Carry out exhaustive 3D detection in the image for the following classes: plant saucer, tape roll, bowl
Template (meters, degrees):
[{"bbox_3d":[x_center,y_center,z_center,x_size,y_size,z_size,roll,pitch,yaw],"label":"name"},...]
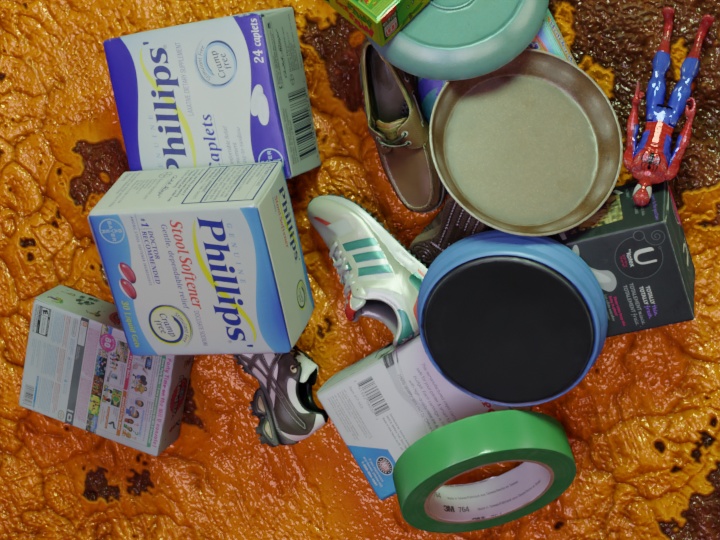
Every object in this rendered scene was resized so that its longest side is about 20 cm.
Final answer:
[{"bbox_3d":[0.165,-0.126,1.400,0.198,0.035,0.203,2,75,-6],"label":"plant saucer"},{"bbox_3d":[0.094,-0.288,1.418,0.198,0.027,0.202,-3,68,7],"label":"plant saucer"},{"bbox_3d":[0.135,0.223,1.522,0.199,0.200,0.049,-31,54,23],"label":"tape roll"},{"bbox_3d":[0.153,0.054,1.424,0.198,0.039,0.202,7,122,11],"label":"bowl"}]

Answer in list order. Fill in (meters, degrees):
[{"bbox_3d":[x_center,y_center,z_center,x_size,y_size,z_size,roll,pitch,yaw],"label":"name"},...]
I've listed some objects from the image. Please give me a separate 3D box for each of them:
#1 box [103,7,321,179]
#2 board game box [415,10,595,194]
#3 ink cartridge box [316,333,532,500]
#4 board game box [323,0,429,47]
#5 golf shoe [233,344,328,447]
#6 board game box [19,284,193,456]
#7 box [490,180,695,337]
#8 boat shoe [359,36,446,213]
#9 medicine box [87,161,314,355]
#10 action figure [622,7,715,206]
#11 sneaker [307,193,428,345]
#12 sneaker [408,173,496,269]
[{"bbox_3d":[-0.165,-0.187,1.555,0.198,0.105,0.186,-6,102,21],"label":"box"},{"bbox_3d":[0.134,-0.189,1.486,0.199,0.045,0.153,-26,95,24],"label":"board game box"},{"bbox_3d":[0.074,0.147,1.574,0.199,0.086,0.147,-30,94,22],"label":"ink cartridge box"},{"bbox_3d":[0.052,-0.331,1.401,0.101,0.048,0.200,40,78,21],"label":"board game box"},{"bbox_3d":[-0.095,0.102,1.620,0.094,0.078,0.202,-19,91,22],"label":"golf shoe"},{"bbox_3d":[-0.313,0.123,1.711,0.198,0.064,0.149,19,111,15],"label":"board game box"},{"bbox_3d":[0.240,-0.004,1.453,0.198,0.106,0.123,-12,117,21],"label":"box"},{"bbox_3d":[0.036,-0.152,1.468,0.071,0.068,0.202,-14,100,24],"label":"boat shoe"},{"bbox_3d":[-0.169,-0.011,1.513,0.198,0.103,0.184,-2,119,19],"label":"medicine box"},{"bbox_3d":[0.305,-0.163,1.395,0.065,0.052,0.202,14,87,10],"label":"action figure"},{"bbox_3d":[0.000,0.000,1.539,0.199,0.093,0.070,41,158,12],"label":"sneaker"},{"bbox_3d":[0.113,-0.048,1.497,0.070,0.076,0.200,40,153,3],"label":"sneaker"}]
